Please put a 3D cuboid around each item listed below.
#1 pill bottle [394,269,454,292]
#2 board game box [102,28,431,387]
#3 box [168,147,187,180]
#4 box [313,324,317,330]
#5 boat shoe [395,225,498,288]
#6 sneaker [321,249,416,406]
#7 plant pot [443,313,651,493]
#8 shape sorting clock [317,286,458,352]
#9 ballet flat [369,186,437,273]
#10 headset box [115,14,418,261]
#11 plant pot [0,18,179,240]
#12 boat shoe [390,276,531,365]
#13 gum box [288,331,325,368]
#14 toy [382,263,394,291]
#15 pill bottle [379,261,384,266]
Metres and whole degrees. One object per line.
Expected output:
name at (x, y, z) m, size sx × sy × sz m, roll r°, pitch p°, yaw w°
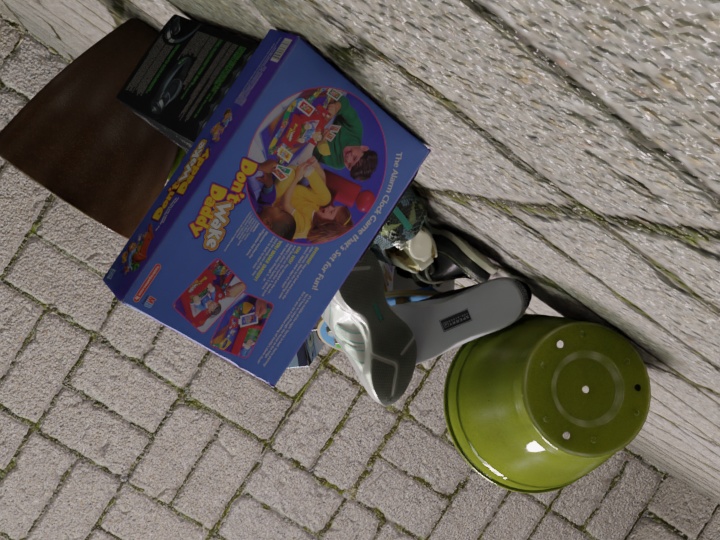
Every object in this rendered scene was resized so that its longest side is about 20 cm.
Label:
pill bottle at (0.058, 0.009, 1.350) m, size 0.109 × 0.110 × 0.200 m, roll 34°, pitch 178°, yaw -10°
board game box at (-0.060, -0.039, 0.677) m, size 0.134 × 0.201 × 0.045 m, roll 35°, pitch 178°, yaw -35°
box at (-0.147, -0.129, 1.082) m, size 0.047 × 0.123 × 0.200 m, roll 18°, pitch -172°, yaw -34°
box at (-0.044, -0.015, 1.308) m, size 0.049 × 0.162 × 0.200 m, roll -6°, pitch -175°, yaw 9°
boat shoe at (0.090, -0.006, 1.083) m, size 0.072 × 0.068 × 0.200 m, roll 36°, pitch 176°, yaw -18°
sneaker at (0.000, 0.052, 1.046) m, size 0.080 × 0.070 × 0.201 m, roll 15°, pitch 134°, yaw 48°
plant pot at (0.204, 0.129, 1.036) m, size 0.200 × 0.201 × 0.193 m, roll 34°, pitch 166°, yaw 0°
shape sorting clock at (0.048, 0.068, 1.190) m, size 0.198 × 0.039 × 0.200 m, roll -5°, pitch 159°, yaw -2°
ballet flat at (0.044, -0.030, 0.992) m, size 0.074 × 0.074 × 0.200 m, roll 33°, pitch 178°, yaw 14°
headset box at (-0.075, -0.109, 0.815) m, size 0.174 × 0.093 × 0.200 m, roll 36°, pitch 177°, yaw -39°
plant pot at (-0.267, -0.165, 1.094) m, size 0.186 × 0.201 × 0.187 m, roll 34°, pitch 178°, yaw 2°
boat shoe at (0.094, 0.056, 1.084) m, size 0.057 × 0.199 × 0.069 m, roll -11°, pitch -97°, yaw -64°
gum box at (-0.082, 0.023, 1.347) m, size 0.044 × 0.171 × 0.200 m, roll -6°, pitch -170°, yaw 9°
toy at (0.000, 0.000, 1.233) m, size 0.200 × 0.047 × 0.116 m, roll 98°, pitch 152°, yaw -56°
pill bottle at (-0.057, -0.075, 1.120) m, size 0.200 × 0.114 × 0.114 m, roll 32°, pitch 178°, yaw 34°
